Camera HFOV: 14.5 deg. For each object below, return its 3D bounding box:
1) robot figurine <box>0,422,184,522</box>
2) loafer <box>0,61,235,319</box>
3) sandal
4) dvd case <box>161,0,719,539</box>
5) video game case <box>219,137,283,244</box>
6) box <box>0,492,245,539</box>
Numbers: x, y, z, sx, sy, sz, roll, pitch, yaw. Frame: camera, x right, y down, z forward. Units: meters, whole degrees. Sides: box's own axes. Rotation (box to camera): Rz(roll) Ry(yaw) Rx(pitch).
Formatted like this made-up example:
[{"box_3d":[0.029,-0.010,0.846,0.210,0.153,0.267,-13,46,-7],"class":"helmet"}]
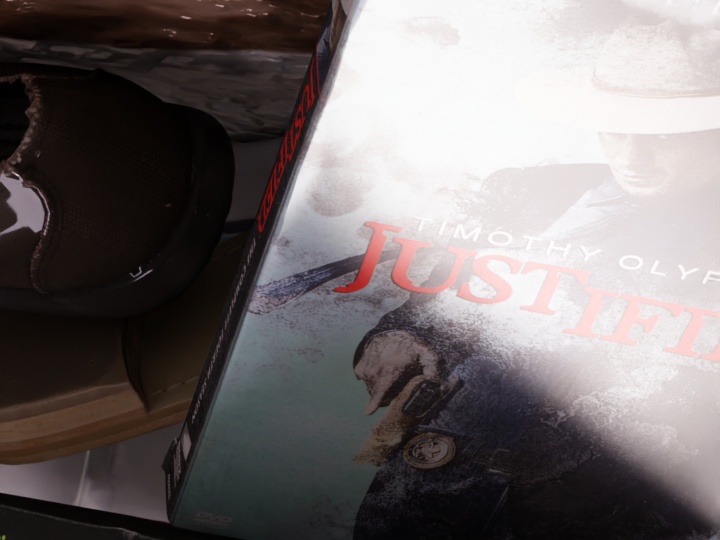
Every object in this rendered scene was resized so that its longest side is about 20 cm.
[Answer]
[{"box_3d":[-0.058,0.065,0.856,0.200,0.113,0.170,13,128,-20],"class":"robot figurine"},{"box_3d":[-0.125,-0.028,0.708,0.200,0.073,0.071,-6,152,34],"class":"loafer"},{"box_3d":[0.003,0.023,0.694,0.212,0.078,0.070,-12,131,22],"class":"sandal"},{"box_3d":[0.049,0.004,0.595,0.146,0.022,0.200,11,138,-10],"class":"dvd case"},{"box_3d":[0.000,0.000,0.836,0.182,0.023,0.200,17,166,-37],"class":"video game case"},{"box_3d":[-0.030,0.128,0.685,0.149,0.124,0.200,15,174,-38],"class":"box"}]
